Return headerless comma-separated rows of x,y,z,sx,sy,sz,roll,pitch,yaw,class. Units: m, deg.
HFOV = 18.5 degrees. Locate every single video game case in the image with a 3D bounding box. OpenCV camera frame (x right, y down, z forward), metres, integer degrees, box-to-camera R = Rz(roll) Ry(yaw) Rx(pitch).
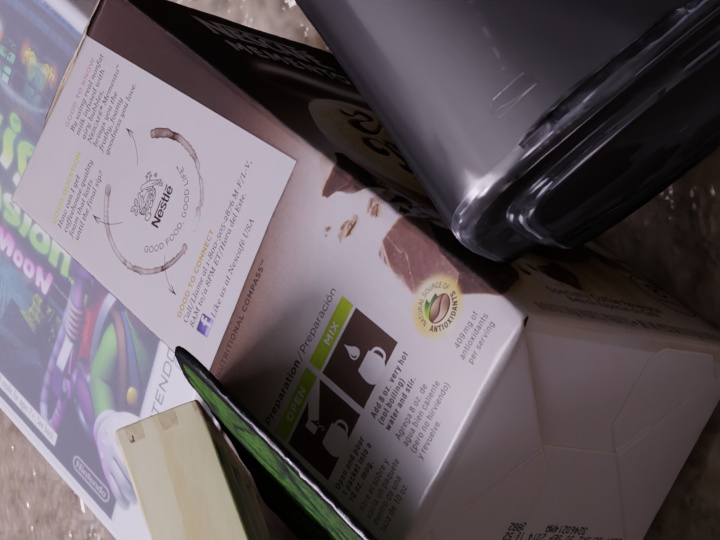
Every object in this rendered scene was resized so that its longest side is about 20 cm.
-0.113,-0.012,0.877,0.200,0.023,0.183,42,126,36,video game case

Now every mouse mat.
0.015,0.103,0.647,0.161,0.008,0.200,43,171,19,mouse mat

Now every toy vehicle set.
-0.035,0.117,0.720,0.200,0.026,0.125,84,165,-79,toy vehicle set

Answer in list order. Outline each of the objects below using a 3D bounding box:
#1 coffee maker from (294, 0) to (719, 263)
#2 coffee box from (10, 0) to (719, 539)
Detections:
0.013,-0.108,0.569,0.135,0.192,0.200,-47,71,31,coffee maker
0.000,0.000,0.671,0.200,0.113,0.080,39,108,37,coffee box
